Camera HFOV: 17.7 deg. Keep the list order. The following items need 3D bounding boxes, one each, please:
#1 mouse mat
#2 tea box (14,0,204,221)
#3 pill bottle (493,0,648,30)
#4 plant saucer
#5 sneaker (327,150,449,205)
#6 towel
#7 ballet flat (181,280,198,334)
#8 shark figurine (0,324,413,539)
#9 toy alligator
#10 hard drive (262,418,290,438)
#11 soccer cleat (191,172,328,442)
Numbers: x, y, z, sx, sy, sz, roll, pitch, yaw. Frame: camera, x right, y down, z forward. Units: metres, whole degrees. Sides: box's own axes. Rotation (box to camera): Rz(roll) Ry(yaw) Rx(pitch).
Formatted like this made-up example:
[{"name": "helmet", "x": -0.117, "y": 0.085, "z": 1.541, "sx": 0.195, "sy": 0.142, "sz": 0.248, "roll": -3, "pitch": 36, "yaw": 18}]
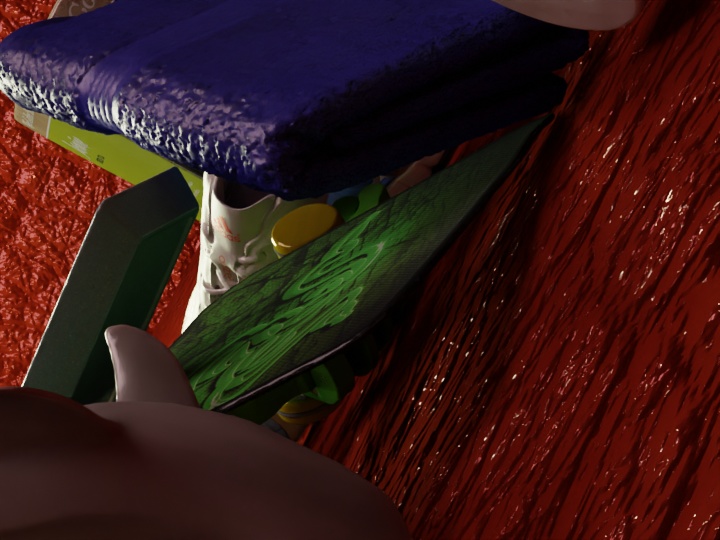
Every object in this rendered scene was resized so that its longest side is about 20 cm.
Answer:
[{"name": "mouse mat", "x": -0.023, "y": 0.011, "z": 0.773, "sx": 0.161, "sy": 0.008, "sz": 0.200, "roll": -28, "pitch": 11, "yaw": 29}, {"name": "tea box", "x": -0.050, "y": -0.129, "z": 1.203, "sx": 0.200, "sy": 0.196, "sz": 0.134, "roll": -62, "pitch": 6, "yaw": -9}, {"name": "pill bottle", "x": 0.088, "y": -0.182, "z": 0.714, "sx": 0.201, "sy": 0.109, "sz": 0.110, "roll": -63, "pitch": 6, "yaw": -13}, {"name": "plant saucer", "x": -0.107, "y": 0.060, "z": 0.796, "sx": 0.200, "sy": 0.019, "sz": 0.070, "roll": -63, "pitch": -9, "yaw": 19}, {"name": "sneaker", "x": -0.007, "y": -0.064, "z": 1.062, "sx": 0.201, "sy": 0.089, "sz": 0.079, "roll": -63, "pitch": 7, "yaw": -9}, {"name": "towel", "x": -0.028, "y": -0.074, "z": 0.845, "sx": 0.147, "sy": 0.050, "sz": 0.200, "roll": -28, "pitch": 28, "yaw": -28}, {"name": "ballet flat", "x": -0.064, "y": 0.060, "z": 1.135, "sx": 0.065, "sy": 0.070, "sz": 0.200, "roll": -91, "pitch": 20, "yaw": -54}, {"name": "shark figurine", "x": -0.105, "y": 0.070, "z": 0.625, "sx": 0.214, "sy": 0.128, "sz": 0.090, "roll": -25, "pitch": -32, "yaw": -5}, {"name": "toy alligator", "x": 0.000, "y": 0.000, "z": 0.932, "sx": 0.054, "sy": 0.059, "sz": 0.200, "roll": 0, "pitch": 38, "yaw": 30}, {"name": "hard drive", "x": -0.138, "y": 0.104, "z": 0.942, "sx": 0.200, "sy": 0.033, "sz": 0.139, "roll": -26, "pitch": 22, "yaw": -20}, {"name": "soccer cleat", "x": -0.044, "y": -0.010, "z": 0.990, "sx": 0.078, "sy": 0.069, "sz": 0.201, "roll": -20, "pitch": -57, "yaw": -66}]
